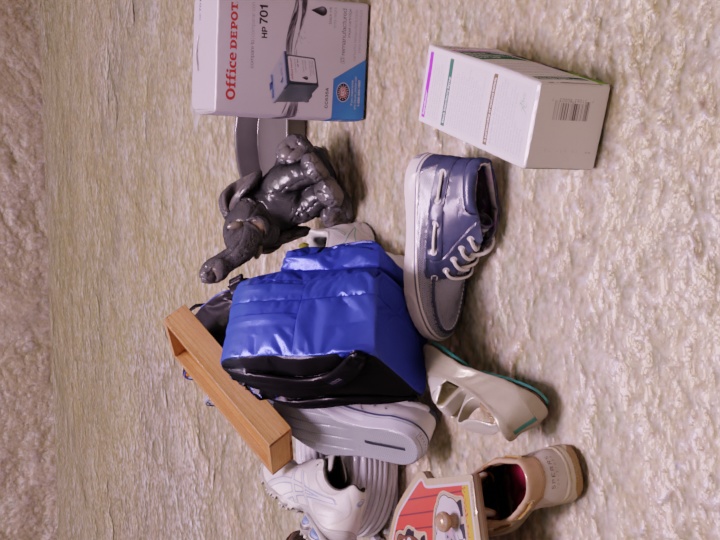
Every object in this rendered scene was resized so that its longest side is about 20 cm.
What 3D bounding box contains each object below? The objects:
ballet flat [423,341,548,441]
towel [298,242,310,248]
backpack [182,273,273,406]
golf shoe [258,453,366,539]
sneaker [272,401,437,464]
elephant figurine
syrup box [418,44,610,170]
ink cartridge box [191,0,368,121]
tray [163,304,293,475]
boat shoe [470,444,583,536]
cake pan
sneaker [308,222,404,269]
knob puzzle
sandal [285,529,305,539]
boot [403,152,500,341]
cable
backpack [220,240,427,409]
[{"bbox_3d":[0.108,0.124,1.148,0.200,0.069,0.070,20,109,62],"label":"ballet flat"},{"bbox_3d":[-0.018,0.051,1.387,0.018,0.086,0.201,-41,49,17],"label":"towel"},{"bbox_3d":[-0.122,0.093,1.477,0.200,0.189,0.155,-26,73,54],"label":"backpack"},{"bbox_3d":[-0.048,0.250,1.338,0.200,0.078,0.098,35,102,53],"label":"golf shoe"},{"bbox_3d":[-0.004,0.169,1.302,0.199,0.071,0.074,12,125,27],"label":"sneaker"},{"bbox_3d":[-0.122,-0.074,1.455,0.199,0.155,0.142,-36,66,7],"label":"elephant figurine"},{"bbox_3d":[0.138,-0.158,1.079,0.200,0.078,0.082,39,125,57],"label":"syrup box"},{"bbox_3d":[-0.098,-0.261,1.404,0.086,0.199,0.148,15,105,62],"label":"ink cartridge box"},{"bbox_3d":[-0.153,0.139,1.334,0.200,0.037,0.099,47,160,21],"label":"tray"},{"bbox_3d":[0.133,0.215,1.111,0.200,0.069,0.074,-46,51,54],"label":"boat shoe"},{"bbox_3d":[-0.130,-0.199,1.647,0.200,0.036,0.202,5,96,63],"label":"cake pan"},{"bbox_3d":[0.000,0.000,1.356,0.200,0.080,0.071,40,124,54],"label":"sneaker"},{"bbox_3d":[0.065,0.300,1.132,0.219,0.030,0.222,-2,88,63],"label":"knob puzzle"},{"bbox_3d":[-0.043,0.426,1.460,0.055,0.081,0.201,-38,55,37],"label":"sandal"},{"bbox_3d":[0.097,-0.020,1.180,0.090,0.072,0.202,7,109,44],"label":"boot"},{"bbox_3d":[-0.021,0.230,1.413,0.200,0.069,0.202,22,111,61],"label":"cable"},{"bbox_3d":[-0.041,0.063,1.237,0.199,0.163,0.169,-9,57,24],"label":"backpack"}]
